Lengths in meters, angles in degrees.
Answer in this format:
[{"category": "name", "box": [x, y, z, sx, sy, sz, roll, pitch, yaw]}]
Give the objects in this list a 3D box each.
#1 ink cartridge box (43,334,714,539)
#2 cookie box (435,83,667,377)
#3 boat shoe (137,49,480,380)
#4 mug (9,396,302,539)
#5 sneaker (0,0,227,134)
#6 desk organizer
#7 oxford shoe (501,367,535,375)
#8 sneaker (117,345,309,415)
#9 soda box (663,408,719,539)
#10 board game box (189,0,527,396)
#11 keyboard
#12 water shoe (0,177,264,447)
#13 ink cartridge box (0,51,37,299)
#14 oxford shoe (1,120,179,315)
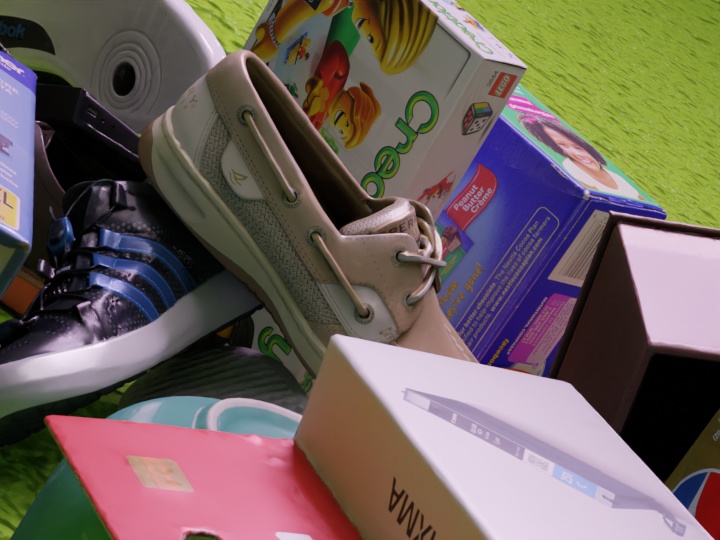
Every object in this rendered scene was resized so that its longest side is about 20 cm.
[{"category": "ink cartridge box", "box": [0.022, 0.081, 0.737, 0.175, 0.045, 0.200, 11, 20, -28]}, {"category": "cookie box", "box": [0.014, -0.021, 1.223, 0.200, 0.172, 0.075, 44, 18, 31]}, {"category": "boat shoe", "box": [0.000, 0.000, 1.043, 0.200, 0.065, 0.072, 48, 21, -3]}, {"category": "mug", "box": [-0.037, 0.110, 0.868, 0.152, 0.115, 0.185, 35, 18, 8]}, {"category": "sneaker", "box": [-0.106, -0.112, 1.349, 0.199, 0.073, 0.112, 24, 8, 42]}, {"category": "desk organizer", "box": [0.106, 0.083, 1.023, 0.071, 0.201, 0.077, 9, 36, -12]}, {"category": "oxford shoe", "box": [0.051, 0.090, 1.140, 0.199, 0.073, 0.071, 10, 32, -41]}, {"category": "sneaker", "box": [-0.030, 0.098, 1.029, 0.074, 0.082, 0.200, -28, 33, -21]}, {"category": "soda box", "box": [0.125, 0.132, 0.949, 0.064, 0.200, 0.068, 23, 22, -29]}, {"category": "board game box", "box": [-0.021, -0.043, 1.166, 0.035, 0.201, 0.126, 9, 28, -48]}, {"category": "keyboard", "box": [-0.145, -0.070, 1.195, 0.127, 0.021, 0.200, 40, -10, -18]}, {"category": "water shoe", "box": [-0.108, 0.008, 1.031, 0.079, 0.071, 0.200, 62, 31, -1]}, {"category": "ink cartridge box", "box": [-0.176, -0.011, 0.914, 0.076, 0.137, 0.200, 29, 18, -19]}, {"category": "oxford shoe", "box": [-0.167, -0.045, 1.127, 0.199, 0.073, 0.071, 31, 17, -6]}]
